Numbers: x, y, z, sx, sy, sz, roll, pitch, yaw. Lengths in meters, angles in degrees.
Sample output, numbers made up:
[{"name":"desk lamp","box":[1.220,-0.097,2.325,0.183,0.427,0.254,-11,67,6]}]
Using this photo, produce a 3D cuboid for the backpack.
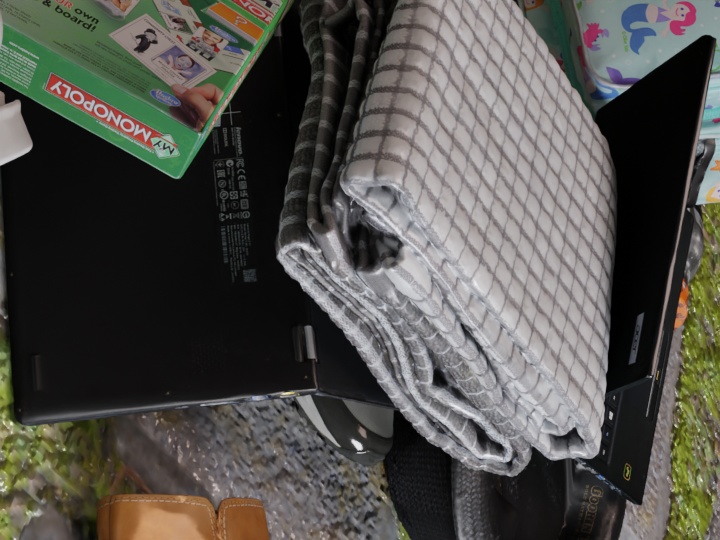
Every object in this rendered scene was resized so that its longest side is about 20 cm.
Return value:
[{"name":"backpack","box":[0.186,-0.130,1.050,0.199,0.151,0.178,0,62,-12]}]

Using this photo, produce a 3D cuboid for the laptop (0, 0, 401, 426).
[{"name":"laptop","box":[-0.054,-0.021,0.819,0.116,0.199,0.188,88,-4,-73]}]

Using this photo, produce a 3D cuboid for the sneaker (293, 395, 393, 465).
[{"name":"sneaker","box":[0.000,0.000,0.924,0.074,0.079,0.201,25,57,-53]}]

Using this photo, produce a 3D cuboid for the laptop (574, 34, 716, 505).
[{"name":"laptop","box":[0.157,0.008,0.910,0.200,0.103,0.178,39,59,-48]}]

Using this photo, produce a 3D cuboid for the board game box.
[{"name":"board game box","box":[-0.132,-0.131,0.724,0.199,0.029,0.135,30,41,-3]}]

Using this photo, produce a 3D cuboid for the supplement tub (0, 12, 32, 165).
[{"name":"supplement tub","box":[-0.205,-0.109,0.593,0.140,0.140,0.201,-36,106,-57]}]

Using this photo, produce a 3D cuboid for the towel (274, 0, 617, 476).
[{"name":"towel","box":[0.039,-0.027,0.791,0.200,0.085,0.166,48,41,-39]}]

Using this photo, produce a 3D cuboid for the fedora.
[{"name":"fedora","box":[0.070,0.094,0.962,0.200,0.091,0.202,-3,93,-54]}]

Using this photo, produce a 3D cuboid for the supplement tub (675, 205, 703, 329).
[{"name":"supplement tub","box":[0.158,-0.060,1.156,0.122,0.122,0.201,34,48,-46]}]

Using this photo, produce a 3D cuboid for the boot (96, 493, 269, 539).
[{"name":"boot","box":[-0.041,0.179,0.785,0.200,0.073,0.156,25,52,-54]}]
